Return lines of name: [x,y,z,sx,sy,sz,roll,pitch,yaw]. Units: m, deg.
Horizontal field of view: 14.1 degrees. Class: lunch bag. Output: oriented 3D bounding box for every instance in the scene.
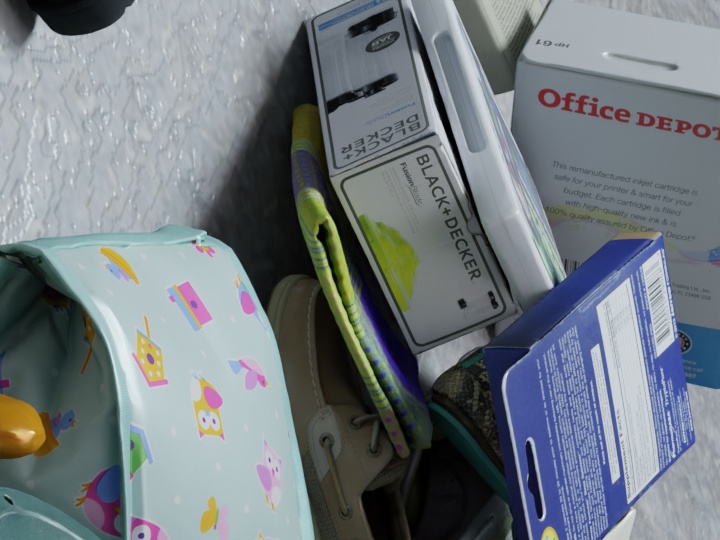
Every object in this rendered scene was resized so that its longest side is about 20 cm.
lunch bag: [-0.103,0.081,1.248,0.170,0.121,0.201,-3,89,-62]

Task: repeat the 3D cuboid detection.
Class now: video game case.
video game case: [0.081,-0.033,1.553,0.200,0.023,0.182,62,9,-49]

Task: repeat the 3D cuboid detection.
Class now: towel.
towel: [0.000,0.000,1.504,0.200,0.023,0.144,-94,161,-71]

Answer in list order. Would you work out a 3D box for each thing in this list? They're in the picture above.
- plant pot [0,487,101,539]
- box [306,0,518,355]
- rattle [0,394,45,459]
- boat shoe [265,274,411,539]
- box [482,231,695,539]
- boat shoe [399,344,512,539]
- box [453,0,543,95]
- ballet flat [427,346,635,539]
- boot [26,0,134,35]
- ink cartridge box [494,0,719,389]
plant pot: [-0.137,0.163,1.034,0.200,0.134,0.200,42,12,-11]
box: [0.025,-0.059,1.536,0.200,0.060,0.117,-101,167,-61]
rattle: [-0.172,-0.022,1.122,0.130,0.143,0.201,25,64,-19]
boat shoe: [-0.004,0.099,1.495,0.072,0.065,0.201,1,80,-63]
box: [0.110,0.070,1.460,0.200,0.032,0.122,-37,121,-56]
boat shoe: [0.056,0.114,1.593,0.065,0.074,0.202,76,29,-45]
box: [0.036,-0.198,1.679,0.201,0.068,0.082,64,30,-27]
ballet flat: [0.103,0.117,1.533,0.075,0.068,0.200,-37,122,-15]
boot: [-0.140,-0.232,1.334,0.168,0.076,0.201,57,40,-44]
ink cartridge box: [0.162,-0.046,1.711,0.085,0.144,0.201,-61,159,-52]
